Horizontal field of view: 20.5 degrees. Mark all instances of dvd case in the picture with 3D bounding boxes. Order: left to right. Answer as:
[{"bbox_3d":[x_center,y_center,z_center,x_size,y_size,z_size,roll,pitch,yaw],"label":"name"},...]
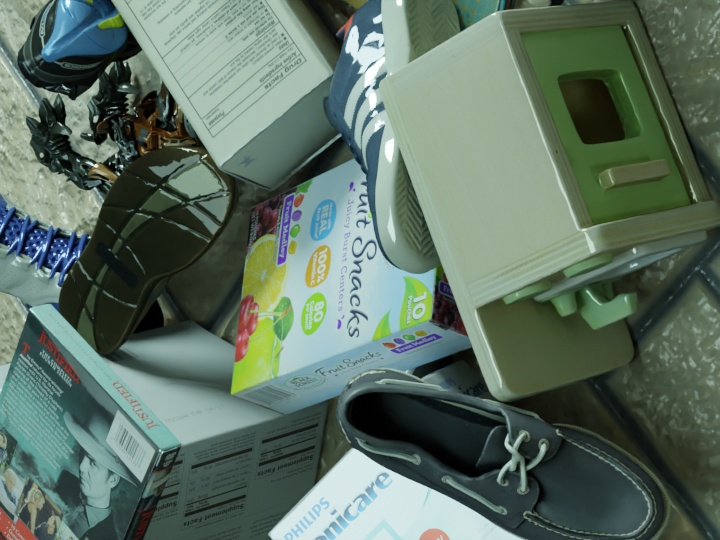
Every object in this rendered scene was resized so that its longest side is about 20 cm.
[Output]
[{"bbox_3d":[-0.193,0.143,1.289,0.146,0.022,0.200,42,126,29],"label":"dvd case"}]

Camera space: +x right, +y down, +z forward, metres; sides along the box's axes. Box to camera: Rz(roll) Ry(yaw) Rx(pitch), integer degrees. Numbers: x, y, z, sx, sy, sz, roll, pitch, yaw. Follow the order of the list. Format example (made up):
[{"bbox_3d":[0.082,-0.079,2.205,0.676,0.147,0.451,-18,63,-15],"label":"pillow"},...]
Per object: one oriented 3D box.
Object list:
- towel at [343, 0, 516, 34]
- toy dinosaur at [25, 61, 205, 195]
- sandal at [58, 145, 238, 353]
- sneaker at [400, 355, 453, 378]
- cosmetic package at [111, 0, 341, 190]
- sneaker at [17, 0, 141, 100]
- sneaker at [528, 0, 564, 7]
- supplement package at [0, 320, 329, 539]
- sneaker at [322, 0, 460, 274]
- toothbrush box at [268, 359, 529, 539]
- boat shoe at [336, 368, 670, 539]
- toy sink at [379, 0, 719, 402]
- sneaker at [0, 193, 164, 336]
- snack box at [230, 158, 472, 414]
[{"bbox_3d":[0.033,-0.223,1.268,0.200,0.022,0.147,36,122,36],"label":"towel"},{"bbox_3d":[-0.167,-0.076,1.455,0.136,0.102,0.200,39,114,14],"label":"toy dinosaur"},{"bbox_3d":[-0.141,-0.017,1.372,0.082,0.055,0.200,45,129,12],"label":"sandal"},{"bbox_3d":[0.057,0.140,1.297,0.099,0.071,0.200,24,115,30],"label":"sneaker"},{"bbox_3d":[-0.089,-0.165,1.334,0.103,0.087,0.200,-37,69,13],"label":"cosmetic package"},{"bbox_3d":[-0.195,-0.164,1.381,0.083,0.200,0.071,-37,97,11],"label":"sneaker"},{"bbox_3d":[0.145,-0.192,1.114,0.199,0.079,0.130,32,119,32],"label":"sneaker"},{"bbox_3d":[-0.152,0.130,1.403,0.156,0.200,0.111,28,117,38],"label":"supplement package"},{"bbox_3d":[0.017,-0.080,1.209,0.084,0.075,0.200,-25,50,39],"label":"sneaker"},{"bbox_3d":[0.069,0.178,1.216,0.146,0.085,0.200,-46,79,20],"label":"toothbrush box"},{"bbox_3d":[0.077,0.110,1.128,0.200,0.063,0.073,22,92,12],"label":"boat shoe"},{"bbox_3d":[0.120,-0.043,1.142,0.112,0.130,0.200,-26,79,44],"label":"toy sink"},{"bbox_3d":[-0.218,-0.006,1.475,0.199,0.081,0.115,40,141,-19],"label":"sneaker"},{"bbox_3d":[0.000,0.000,1.287,0.200,0.053,0.142,-22,55,45],"label":"snack box"}]
